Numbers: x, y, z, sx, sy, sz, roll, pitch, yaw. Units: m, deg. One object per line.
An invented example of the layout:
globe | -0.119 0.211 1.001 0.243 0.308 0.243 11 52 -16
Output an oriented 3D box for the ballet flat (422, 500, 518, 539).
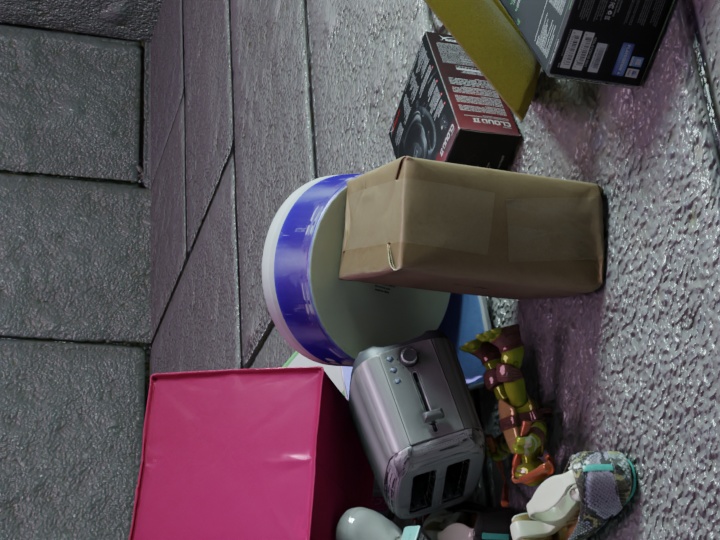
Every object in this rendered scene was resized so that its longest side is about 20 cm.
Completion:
ballet flat | 0.104 0.268 1.367 0.200 0.068 0.068 141 129 -66

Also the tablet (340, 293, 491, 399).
tablet | 0.058 0.085 1.460 0.199 0.014 0.131 -21 70 32

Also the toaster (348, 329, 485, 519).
toaster | 0.056 0.161 1.336 0.200 0.113 0.130 94 159 -58

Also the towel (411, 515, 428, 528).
towel | 0.064 0.318 1.470 0.144 0.023 0.201 53 -141 -80

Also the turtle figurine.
turtle figurine | 0.149 0.135 1.255 0.200 0.064 0.162 102 153 -79

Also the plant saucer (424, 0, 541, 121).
plant saucer | 0.113 -0.245 1.279 0.048 0.200 0.200 -38 5 14

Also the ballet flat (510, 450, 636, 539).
ballet flat | 0.171 0.220 1.176 0.201 0.072 0.072 114 154 -46

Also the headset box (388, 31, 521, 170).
headset box | 0.102 -0.144 1.474 0.201 0.077 0.149 -105 26 -45

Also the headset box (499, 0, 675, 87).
headset box | 0.201 -0.288 1.178 0.200 0.092 0.175 -110 30 -53

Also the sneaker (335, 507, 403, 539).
sneaker | 0.064 0.304 1.334 0.088 0.200 0.075 -25 26 49

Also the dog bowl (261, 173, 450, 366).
dog bowl | 0.000 0.000 1.378 0.079 0.199 0.201 0 85 49

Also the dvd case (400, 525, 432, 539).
dvd case | 0.077 0.348 1.204 0.022 0.200 0.146 -12 41 35

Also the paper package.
paper package | 0.099 -0.033 1.256 0.191 0.199 0.104 167 109 -72

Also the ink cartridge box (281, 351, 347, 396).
ink cartridge box | -0.050 0.162 1.622 0.146 0.084 0.200 -50 -15 3

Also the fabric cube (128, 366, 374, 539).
fabric cube | -0.106 0.230 1.391 0.200 0.195 0.201 60 -148 -60

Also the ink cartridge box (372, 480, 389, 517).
ink cartridge box | -0.037 0.337 1.701 0.042 0.119 0.201 -108 30 -47
